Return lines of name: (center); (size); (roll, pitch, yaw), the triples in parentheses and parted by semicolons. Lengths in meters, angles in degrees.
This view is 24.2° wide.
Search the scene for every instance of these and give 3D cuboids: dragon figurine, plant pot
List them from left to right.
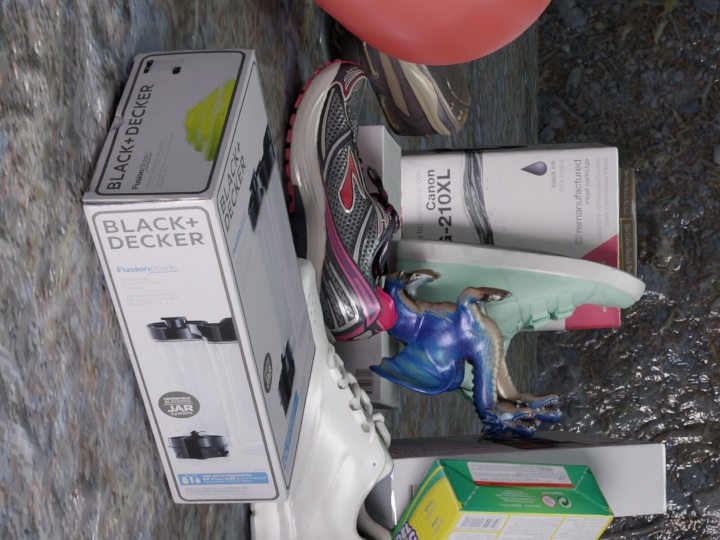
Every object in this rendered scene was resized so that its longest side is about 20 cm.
plant pot: (0.025, -0.238, 1.077); (0.177, 0.199, 0.201); (-9, 98, -69)
dragon figurine: (0.044, 0.052, 1.143); (0.059, 0.199, 0.100); (-5, 109, -73)

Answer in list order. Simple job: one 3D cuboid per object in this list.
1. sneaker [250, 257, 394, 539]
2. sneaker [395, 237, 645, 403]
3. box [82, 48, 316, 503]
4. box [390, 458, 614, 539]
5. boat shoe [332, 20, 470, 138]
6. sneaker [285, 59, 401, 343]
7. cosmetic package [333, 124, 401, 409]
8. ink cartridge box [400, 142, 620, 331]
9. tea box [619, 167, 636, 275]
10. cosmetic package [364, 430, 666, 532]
sneaker: (-0.023, 0.088, 1.000); (0.075, 0.087, 0.201); (-55, 141, -71)
sneaker: (0.115, 0.042, 1.260); (0.074, 0.199, 0.119); (-166, -98, -72)
box: (-0.072, 0.006, 0.815); (0.117, 0.060, 0.201); (-80, 164, -48)
box: (0.064, 0.203, 1.065); (0.200, 0.117, 0.048); (-63, -146, 33)
boat shoe: (0.012, -0.182, 1.273); (0.201, 0.073, 0.075); (62, 29, -21)
sneaker: (-0.009, -0.046, 1.127); (0.081, 0.074, 0.201); (61, 29, -69)
cosmetic package: (0.000, 0.000, 1.235); (0.083, 0.050, 0.201); (35, 55, -75)
ink cartridge box: (0.101, -0.026, 1.341); (0.084, 0.199, 0.146); (-123, -149, -82)
tea box: (0.412, -0.076, 3.100); (0.200, 0.196, 0.134); (76, 16, -48)
cosmetic package: (0.085, 0.141, 1.147); (0.151, 0.199, 0.052); (170, -82, -68)
